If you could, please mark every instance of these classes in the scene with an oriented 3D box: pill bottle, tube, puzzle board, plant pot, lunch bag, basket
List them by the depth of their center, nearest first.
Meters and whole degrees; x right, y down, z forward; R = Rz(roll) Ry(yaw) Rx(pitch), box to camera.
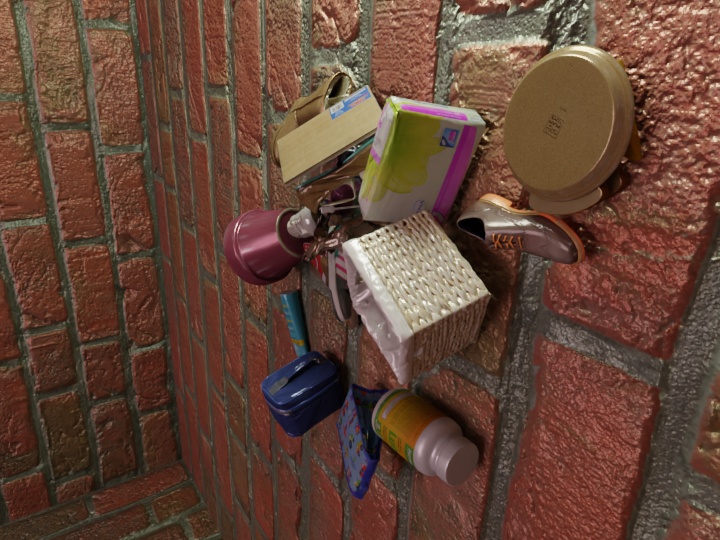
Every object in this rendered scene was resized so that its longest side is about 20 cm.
[{"bbox_3d":[0.085,0.043,0.844,0.200,0.161,0.198,57,167,29],"label":"basket"},{"bbox_3d":[-0.055,-0.238,0.900,0.017,0.200,0.151,52,-166,-41],"label":"puzzle board"},{"bbox_3d":[0.121,0.312,0.966,0.200,0.111,0.111,24,119,52],"label":"pill bottle"},{"bbox_3d":[0.004,0.375,1.102,0.200,0.094,0.151,-90,14,-51],"label":"lunch bag"},{"bbox_3d":[-0.137,0.295,1.286,0.136,0.200,0.133,26,139,48],"label":"lunch bag"},{"bbox_3d":[-0.218,-0.073,1.311,0.179,0.200,0.201,-16,86,41],"label":"plant pot"},{"bbox_3d":[-0.182,0.155,1.447,0.077,0.050,0.201,10,113,63],"label":"tube"}]

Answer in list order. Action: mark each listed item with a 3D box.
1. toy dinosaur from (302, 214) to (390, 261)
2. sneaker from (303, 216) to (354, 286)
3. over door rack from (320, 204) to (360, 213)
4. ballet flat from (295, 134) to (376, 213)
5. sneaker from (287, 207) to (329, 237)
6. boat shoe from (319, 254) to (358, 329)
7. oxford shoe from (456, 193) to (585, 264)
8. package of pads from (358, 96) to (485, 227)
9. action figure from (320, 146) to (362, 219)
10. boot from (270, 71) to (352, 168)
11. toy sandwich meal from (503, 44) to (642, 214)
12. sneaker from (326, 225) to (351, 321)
[{"bbox_3d":[-0.012,-0.073,0.983,0.135,0.199,0.086,-165,66,-68],"label":"toy dinosaur"},{"bbox_3d":[-0.073,-0.066,1.183,0.113,0.071,0.200,51,141,30],"label":"sneaker"},{"bbox_3d":[0.007,-0.184,0.936,0.199,0.067,0.148,-5,97,13],"label":"over door rack"},{"bbox_3d":[-0.019,-0.161,0.884,0.200,0.068,0.072,-31,100,15],"label":"ballet flat"},{"bbox_3d":[-0.116,-0.094,1.106,0.073,0.085,0.200,58,-177,-8],"label":"sneaker"},{"bbox_3d":[-0.028,0.043,1.152,0.071,0.069,0.200,40,152,51],"label":"boat shoe"},{"bbox_3d":[0.220,-0.046,0.723,0.200,0.073,0.071,34,151,52],"label":"oxford shoe"},{"bbox_3d":[0.088,-0.166,0.821,0.068,0.154,0.200,-106,26,-49],"label":"package of pads"},{"bbox_3d":[-0.028,-0.176,1.086,0.149,0.134,0.200,25,142,5],"label":"action figure"},{"bbox_3d":[-0.106,-0.300,1.039,0.200,0.066,0.176,9,79,61],"label":"boot"},{"bbox_3d":[0.265,-0.173,0.643,0.205,0.070,0.206,15,108,57],"label":"toy sandwich meal"},{"bbox_3d":[0.000,0.000,1.043,0.084,0.120,0.201,37,-132,-72],"label":"sneaker"}]
